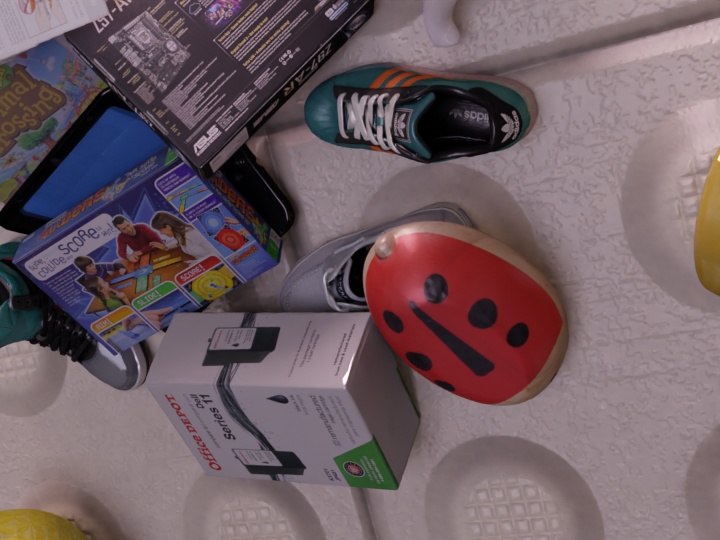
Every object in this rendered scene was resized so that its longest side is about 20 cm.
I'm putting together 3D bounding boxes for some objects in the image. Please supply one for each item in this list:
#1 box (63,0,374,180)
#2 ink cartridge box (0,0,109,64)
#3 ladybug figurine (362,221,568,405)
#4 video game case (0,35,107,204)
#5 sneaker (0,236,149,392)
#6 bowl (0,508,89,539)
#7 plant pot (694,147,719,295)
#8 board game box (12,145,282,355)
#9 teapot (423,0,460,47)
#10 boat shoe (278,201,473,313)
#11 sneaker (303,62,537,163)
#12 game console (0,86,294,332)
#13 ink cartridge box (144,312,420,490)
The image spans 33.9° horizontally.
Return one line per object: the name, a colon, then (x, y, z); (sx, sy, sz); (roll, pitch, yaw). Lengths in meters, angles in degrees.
box: (-0.111, -0.199, 0.943); (0.160, 0.044, 0.200); (43, 82, 6)
ink cartridge box: (-0.295, -0.245, 0.918); (0.198, 0.047, 0.162); (-15, 103, 22)
ladybug figurine: (0.082, 0.042, 0.931); (0.199, 0.072, 0.135); (36, 123, -23)
video game case: (-0.272, -0.131, 1.048); (0.199, 0.022, 0.182); (-35, 125, 24)
sneaker: (-0.302, 0.054, 1.129); (0.200, 0.121, 0.084); (41, 118, 8)
bowl: (-0.300, 0.333, 1.208); (0.106, 0.200, 0.203); (-11, 105, -16)
plant pot: (0.331, -0.022, 0.768); (0.187, 0.200, 0.204); (18, 114, 36)
board game box: (-0.186, -0.017, 1.033); (0.198, 0.035, 0.136); (-27, 123, 23)
teapot: (0.001, -0.287, 0.868); (0.146, 0.195, 0.203); (150, 121, -65)
boat shoe: (0.001, 0.001, 0.997); (0.199, 0.071, 0.071); (-25, 94, 29)
sneaker: (0.035, -0.125, 0.937); (0.197, 0.080, 0.072); (3, 107, 25)
game console: (-0.190, -0.045, 1.046); (0.200, 0.116, 0.177); (-40, 87, 31)
ink cartridge box: (-0.066, 0.112, 1.026); (0.197, 0.084, 0.147); (-1, 136, 26)
